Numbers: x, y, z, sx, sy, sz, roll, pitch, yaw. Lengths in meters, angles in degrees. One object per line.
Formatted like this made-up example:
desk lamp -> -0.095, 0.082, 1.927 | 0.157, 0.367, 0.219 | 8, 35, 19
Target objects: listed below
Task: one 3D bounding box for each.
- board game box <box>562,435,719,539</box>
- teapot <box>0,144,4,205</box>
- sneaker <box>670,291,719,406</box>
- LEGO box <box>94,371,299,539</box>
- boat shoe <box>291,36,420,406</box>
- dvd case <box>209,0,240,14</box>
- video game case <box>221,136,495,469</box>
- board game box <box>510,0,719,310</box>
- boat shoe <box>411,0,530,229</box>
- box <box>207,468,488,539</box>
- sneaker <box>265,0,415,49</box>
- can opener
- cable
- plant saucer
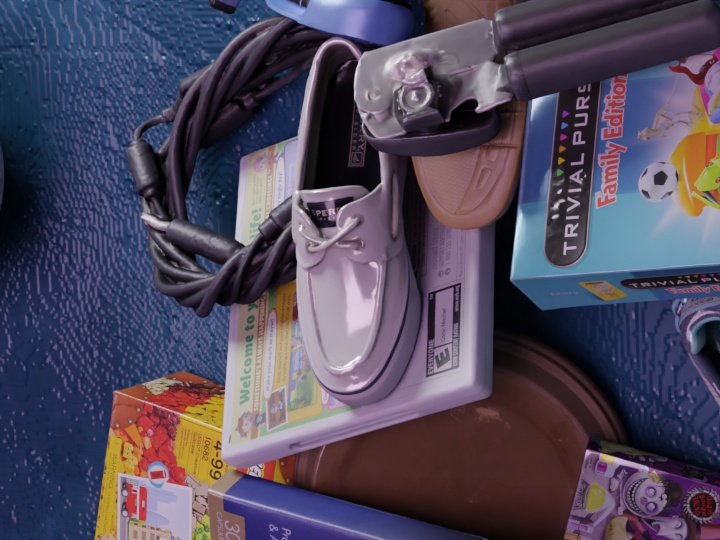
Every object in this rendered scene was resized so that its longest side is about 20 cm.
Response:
board game box -> 0.160, 0.202, 1.614 | 0.119, 0.032, 0.201 | 14, 107, 5
teapot -> -0.308, -0.081, 1.832 | 0.199, 0.146, 0.198 | -18, 118, 18
sneaker -> 0.198, 0.005, 1.538 | 0.077, 0.086, 0.201 | -32, 77, 34
LEGO box -> -0.083, 0.180, 1.762 | 0.148, 0.077, 0.201 | 17, 108, 29
boat shoe -> -0.006, -0.029, 1.585 | 0.072, 0.066, 0.201 | 1, 78, 25
dvd case -> -0.042, -0.259, 1.635 | 0.017, 0.143, 0.201 | 19, 117, -17
video game case -> 0.000, 0.000, 1.650 | 0.181, 0.022, 0.201 | -18, 56, 34
board game box -> 0.182, -0.063, 1.509 | 0.199, 0.047, 0.152 | -5, 66, 27
boat shoe -> 0.069, -0.120, 1.599 | 0.073, 0.069, 0.201 | -2, 83, 24
box -> 0.007, 0.191, 1.631 | 0.199, 0.032, 0.122 | 12, 120, 26
sneaker -> -0.016, -0.179, 1.615 | 0.200, 0.070, 0.078 | 42, 117, 61
can opener -> 0.094, -0.108, 1.525 | 0.199, 0.067, 0.054 | -15, 64, 8
cable -> -0.055, -0.064, 1.681 | 0.199, 0.051, 0.164 | -24, 55, 30
plant saucer -> 0.058, 0.129, 1.645 | 0.199, 0.029, 0.201 | 2, 105, 9
